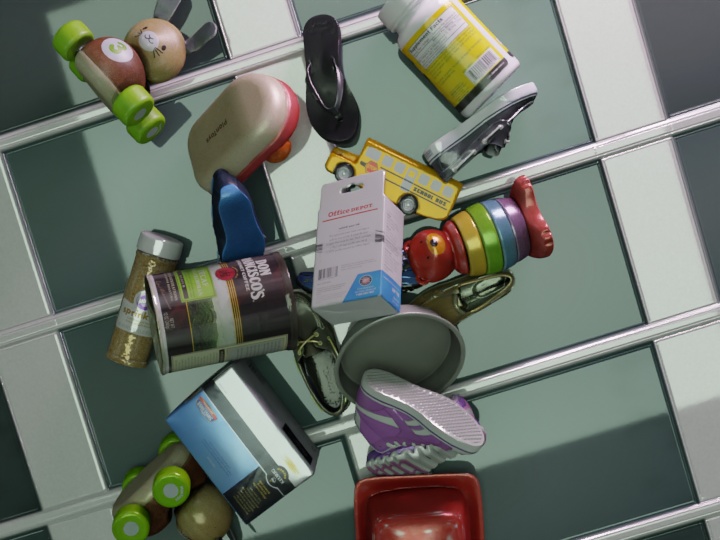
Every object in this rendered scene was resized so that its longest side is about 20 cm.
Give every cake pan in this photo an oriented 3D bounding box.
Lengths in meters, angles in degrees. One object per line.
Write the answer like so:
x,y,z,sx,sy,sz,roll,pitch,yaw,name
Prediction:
0.056,0.127,1.610,0.198,0.037,0.202,-7,131,-8,cake pan

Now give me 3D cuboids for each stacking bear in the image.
0.164,-0.042,1.592,0.198,0.114,0.123,-18,72,-6,stacking bear

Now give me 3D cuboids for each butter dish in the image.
0.089,0.419,1.617,0.197,0.148,0.203,-3,100,3,butter dish

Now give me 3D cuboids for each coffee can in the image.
-0.203,0.062,1.584,0.198,0.146,0.148,-10,94,-15,coffee can

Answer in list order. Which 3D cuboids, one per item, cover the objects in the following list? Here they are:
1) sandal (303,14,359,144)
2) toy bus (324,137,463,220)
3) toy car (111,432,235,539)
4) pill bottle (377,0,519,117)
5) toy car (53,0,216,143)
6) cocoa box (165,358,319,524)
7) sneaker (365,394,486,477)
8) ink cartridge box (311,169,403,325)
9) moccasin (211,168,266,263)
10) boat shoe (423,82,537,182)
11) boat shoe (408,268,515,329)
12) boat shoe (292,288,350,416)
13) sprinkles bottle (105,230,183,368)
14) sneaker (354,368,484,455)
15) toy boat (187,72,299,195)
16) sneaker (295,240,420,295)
-0.053,-0.283,1.614,0.075,0.043,0.202,-14,81,9,sandal
0.048,-0.137,1.628,0.198,0.065,0.079,26,94,0,toy bus
-0.257,0.373,1.638,0.158,0.164,0.200,-43,104,4,toy car
0.126,-0.332,1.588,0.114,0.114,0.200,-44,91,4,pill bottle
-0.311,-0.321,1.591,0.200,0.158,0.164,-43,81,-7,toy car
-0.173,0.249,1.629,0.131,0.133,0.201,-37,92,5,cocoa box
0.095,0.251,1.652,0.199,0.080,0.089,-27,50,21,sneaker
-0.001,-0.033,1.566,0.115,0.067,0.202,-11,60,28,ink cartridge box
-0.180,-0.073,1.601,0.080,0.201,0.069,-16,55,-17,moccasin
0.189,-0.201,1.599,0.199,0.072,0.068,-35,86,-13,boat shoe
0.139,0.049,1.631,0.199,0.076,0.072,-32,93,5,boat shoe
-0.067,0.125,1.653,0.071,0.060,0.204,-22,93,3,boat shoe
-0.328,0.044,1.655,0.068,0.068,0.202,17,95,1,sprinkles bottle
0.081,0.233,1.581,0.199,0.073,0.115,28,121,21,sneaker
-0.156,-0.195,1.610,0.200,0.130,0.132,-38,57,35,toy boat
0.000,0.000,1.645,0.197,0.075,0.079,-7,81,-3,sneaker
